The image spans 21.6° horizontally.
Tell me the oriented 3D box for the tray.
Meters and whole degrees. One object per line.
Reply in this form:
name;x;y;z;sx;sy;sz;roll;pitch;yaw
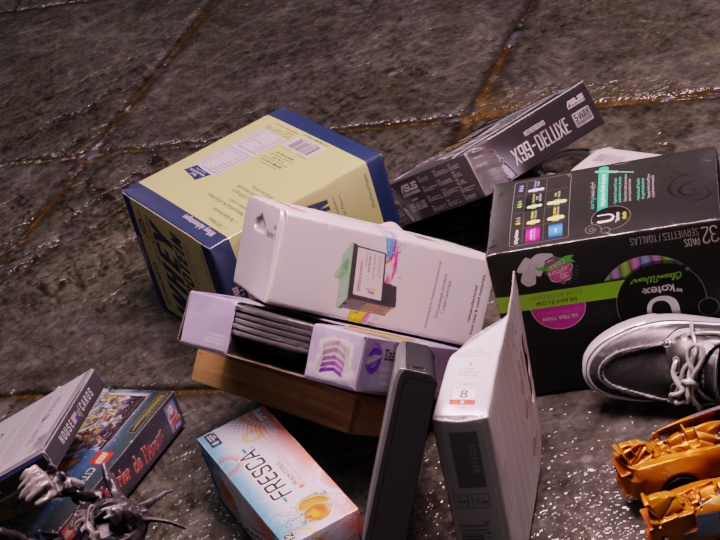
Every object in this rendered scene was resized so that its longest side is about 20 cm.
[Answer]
tray;-0.044;0.104;1.633;0.199;0.037;0.098;13;0;44

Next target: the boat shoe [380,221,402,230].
boat shoe;-0.021;0.034;1.767;0.199;0.074;0.060;-35;51;-19

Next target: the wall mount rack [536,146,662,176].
wall mount rack;0.239;-0.053;1.778;0.199;0.075;0.173;11;37;43

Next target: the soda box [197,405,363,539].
soda box;-0.061;0.187;1.526;0.068;0.064;0.200;-26;29;-15

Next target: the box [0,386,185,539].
box;-0.262;0.178;1.676;0.135;0.038;0.200;1;34;30

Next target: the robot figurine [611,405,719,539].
robot figurine;0.296;0.142;1.414;0.198;0.059;0.145;-19;30;-2

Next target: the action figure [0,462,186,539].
action figure;-0.242;0.222;1.512;0.198;0.102;0.120;-23;72;-3

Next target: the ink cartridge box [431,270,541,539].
ink cartridge box;0.100;0.119;1.452;0.050;0.164;0.201;-6;30;12

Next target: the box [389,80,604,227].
box;0.127;-0.112;1.879;0.157;0.050;0.200;-32;6;-24

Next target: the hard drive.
hard drive;0.030;0.133;1.424;0.033;0.141;0.200;11;3;1

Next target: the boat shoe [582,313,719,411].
boat shoe;0.275;0.079;1.521;0.197;0.074;0.068;1;18;13

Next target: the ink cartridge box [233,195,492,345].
ink cartridge box;0.000;0.000;1.664;0.198;0.085;0.145;13;3;-17

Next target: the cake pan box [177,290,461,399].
cake pan box;-0.030;0.065;1.603;0.183;0.053;0.199;11;0;32

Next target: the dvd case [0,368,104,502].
dvd case;-0.319;0.169;1.623;0.199;0.025;0.151;-30;16;20

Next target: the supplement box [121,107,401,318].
supplement box;-0.093;-0.039;1.860;0.199;0.135;0.200;-29;31;-22

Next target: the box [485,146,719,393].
box;0.218;0.001;1.608;0.198;0.150;0.125;-10;31;14
